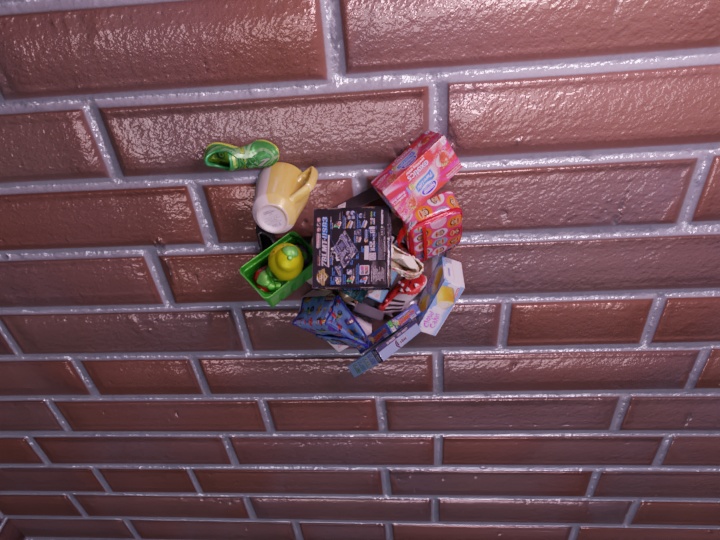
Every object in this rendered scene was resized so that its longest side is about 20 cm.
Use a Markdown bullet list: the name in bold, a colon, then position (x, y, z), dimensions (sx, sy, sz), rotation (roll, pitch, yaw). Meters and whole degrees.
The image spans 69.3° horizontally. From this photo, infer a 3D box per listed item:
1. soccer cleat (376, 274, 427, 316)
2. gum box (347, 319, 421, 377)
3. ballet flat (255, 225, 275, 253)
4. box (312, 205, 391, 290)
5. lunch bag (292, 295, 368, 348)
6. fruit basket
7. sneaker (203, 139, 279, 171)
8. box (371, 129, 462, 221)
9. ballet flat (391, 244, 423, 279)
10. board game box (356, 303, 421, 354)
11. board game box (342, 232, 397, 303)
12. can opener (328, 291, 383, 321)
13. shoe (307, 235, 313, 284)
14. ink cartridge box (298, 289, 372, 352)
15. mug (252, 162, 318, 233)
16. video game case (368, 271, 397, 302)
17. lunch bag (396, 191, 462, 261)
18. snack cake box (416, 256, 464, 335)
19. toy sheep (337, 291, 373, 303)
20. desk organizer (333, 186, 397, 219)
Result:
- **soccer cleat**: position (0.133, 0.077, 1.571), dimensions (0.085, 0.070, 0.199), rotation (33, 126, -31)
- **gum box**: position (0.069, 0.235, 1.552), dimensions (0.045, 0.168, 0.200), rotation (54, 145, 7)
- **ballet flat**: position (-0.264, -0.048, 1.507), dimensions (0.065, 0.057, 0.203), rotation (-7, 127, 11)
- **box**: position (-0.021, -0.053, 1.287), dimensions (0.193, 0.206, 0.050), rotation (-2, 171, 12)
- **lunch bag**: position (-0.072, 0.164, 1.510), dimensions (0.148, 0.096, 0.200), rotation (-5, 142, 44)
- **fruit basket**: position (-0.214, -0.020, 1.412), dimensions (0.155, 0.213, 0.219), rotation (40, 133, 26)
- **sneaker**: position (-0.301, -0.281, 1.316), dimensions (0.194, 0.085, 0.075), rotation (-2, 128, 5)
- **box**: position (0.136, -0.233, 1.267), dimensions (0.199, 0.096, 0.100), rotation (-42, 119, 1)
- **ballet flat**: position (0.084, -0.039, 1.339), dimensions (0.197, 0.077, 0.064), rotation (23, 165, -22)
- **board game box**: position (0.082, 0.177, 1.571), dimensions (0.035, 0.134, 0.200), rotation (55, 143, 7)
- **board game box**: position (-0.005, -0.036, 1.356), dimensions (0.134, 0.028, 0.203), rotation (31, 87, -21)
- **can opener**: position (-0.011, 0.096, 1.531), dimensions (0.198, 0.068, 0.052), rotation (29, 168, -32)
- **shoe**: position (-0.130, -0.033, 1.510), dimensions (0.068, 0.054, 0.203), rotation (12, 127, -5)
- **ink cartridge box**: position (-0.074, 0.138, 1.617), dimensions (0.146, 0.087, 0.200), rotation (-31, 118, 24)
- **mug**: position (-0.206, -0.189, 1.335), dimensions (0.146, 0.155, 0.189), rotation (20, 126, -10)
- **video game case**: position (0.008, -0.005, 1.521), dimensions (0.196, 0.018, 0.145), rotation (24, 109, -14)
- **lunch bag**: position (0.176, -0.106, 1.358), dimensions (0.172, 0.083, 0.201), rotation (-22, 153, -1)
- **snack cake box**: position (0.230, 0.076, 1.527), dimensions (0.066, 0.116, 0.203), rotation (16, 126, -9)
- **toy sheep**: position (0.000, 0.000, 1.443), dimensions (0.136, 0.138, 0.202), rotation (30, 103, -18)
- **desk organizer**: position (0.007, -0.154, 1.397), dimensions (0.196, 0.073, 0.077), rotation (-24, 125, 21)
